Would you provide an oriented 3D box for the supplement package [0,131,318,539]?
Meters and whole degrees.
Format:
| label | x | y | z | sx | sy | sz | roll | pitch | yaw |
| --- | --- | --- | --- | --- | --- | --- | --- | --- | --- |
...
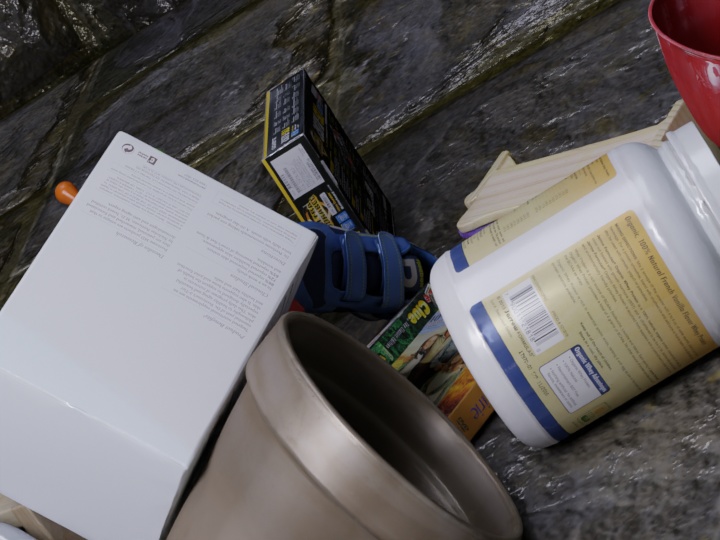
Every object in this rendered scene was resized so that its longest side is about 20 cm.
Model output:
| label | x | y | z | sx | sy | sz | roll | pitch | yaw |
| --- | --- | --- | --- | --- | --- | --- | --- | --- | --- |
| supplement package | -0.147 | 0.053 | 1.326 | 0.201 | 0.151 | 0.151 | -62 | -2 | -36 |

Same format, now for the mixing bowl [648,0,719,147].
| label | x | y | z | sx | sy | sz | roll | pitch | yaw |
| --- | --- | --- | --- | --- | --- | --- | --- | --- | --- |
| mixing bowl | 0.304 | -0.140 | 1.434 | 0.198 | 0.109 | 0.201 | -6 | 29 | 3 |

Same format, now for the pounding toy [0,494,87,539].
| label | x | y | z | sx | sy | sz | roll | pitch | yaw |
| --- | --- | --- | --- | --- | --- | --- | --- | --- | --- |
| pounding toy | -0.218 | 0.181 | 1.446 | 0.183 | 0.201 | 0.142 | -22 | 21 | 33 |

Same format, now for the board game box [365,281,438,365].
| label | x | y | z | sx | sy | sz | roll | pitch | yaw |
| --- | --- | --- | --- | --- | --- | --- | --- | --- | --- |
| board game box | -0.020 | 0.094 | 1.477 | 0.200 | 0.023 | 0.105 | -47 | 3 | 35 |

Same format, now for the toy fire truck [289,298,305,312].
| label | x | y | z | sx | sy | sz | roll | pitch | yaw |
| --- | --- | --- | --- | --- | --- | --- | --- | --- | --- |
| toy fire truck | -0.142 | 0.064 | 1.530 | 0.176 | 0.200 | 0.129 | -46 | 0 | 35 |

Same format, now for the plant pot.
| label | x | y | z | sx | sy | sz | roll | pitch | yaw |
| --- | --- | --- | --- | --- | --- | --- | --- | --- | --- |
| plant pot | -0.029 | 0.154 | 1.250 | 0.174 | 0.200 | 0.200 | -47 | 16 | 12 |

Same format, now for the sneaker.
| label | x | y | z | sx | sy | sz | roll | pitch | yaw |
| --- | --- | --- | --- | --- | --- | --- | --- | --- | --- |
| sneaker | 0.000 | 0.000 | 1.602 | 0.082 | 0.075 | 0.199 | -2 | -4 | 32 |

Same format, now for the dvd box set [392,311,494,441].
| label | x | y | z | sx | sy | sz | roll | pitch | yaw |
| --- | --- | --- | --- | --- | --- | --- | --- | --- | --- |
| dvd box set | 0.072 | 0.065 | 1.500 | 0.146 | 0.030 | 0.200 | -11 | 30 | 51 |

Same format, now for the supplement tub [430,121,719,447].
| label | x | y | z | sx | sy | sz | roll | pitch | yaw |
| --- | --- | --- | --- | --- | --- | --- | --- | --- | --- |
| supplement tub | 0.160 | 0.008 | 1.313 | 0.199 | 0.145 | 0.145 | -31 | 19 | 9 |

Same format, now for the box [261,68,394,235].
| label | x | y | z | sx | sy | sz | roll | pitch | yaw |
| --- | --- | --- | --- | --- | --- | --- | --- | --- | --- |
| box | -0.027 | -0.077 | 1.812 | 0.049 | 0.160 | 0.200 | -31 | 20 | 11 |

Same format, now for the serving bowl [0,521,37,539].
| label | x | y | z | sx | sy | sz | roll | pitch | yaw |
| --- | --- | --- | --- | --- | --- | --- | --- | --- | --- |
| serving bowl | -0.242 | 0.257 | 1.353 | 0.199 | 0.202 | 0.066 | -23 | -4 | 32 |

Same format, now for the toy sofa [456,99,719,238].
| label | x | y | z | sx | sy | sz | roll | pitch | yaw |
| --- | --- | --- | --- | --- | --- | --- | --- | --- | --- |
| toy sofa | 0.173 | -0.048 | 1.523 | 0.199 | 0.083 | 0.098 | -14 | 32 | 46 |

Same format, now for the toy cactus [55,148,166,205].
| label | x | y | z | sx | sy | sz | roll | pitch | yaw |
| --- | --- | --- | --- | --- | --- | --- | --- | --- | --- |
| toy cactus | -0.198 | -0.014 | 1.772 | 0.102 | 0.202 | 0.165 | 18 | 12 | 27 |
